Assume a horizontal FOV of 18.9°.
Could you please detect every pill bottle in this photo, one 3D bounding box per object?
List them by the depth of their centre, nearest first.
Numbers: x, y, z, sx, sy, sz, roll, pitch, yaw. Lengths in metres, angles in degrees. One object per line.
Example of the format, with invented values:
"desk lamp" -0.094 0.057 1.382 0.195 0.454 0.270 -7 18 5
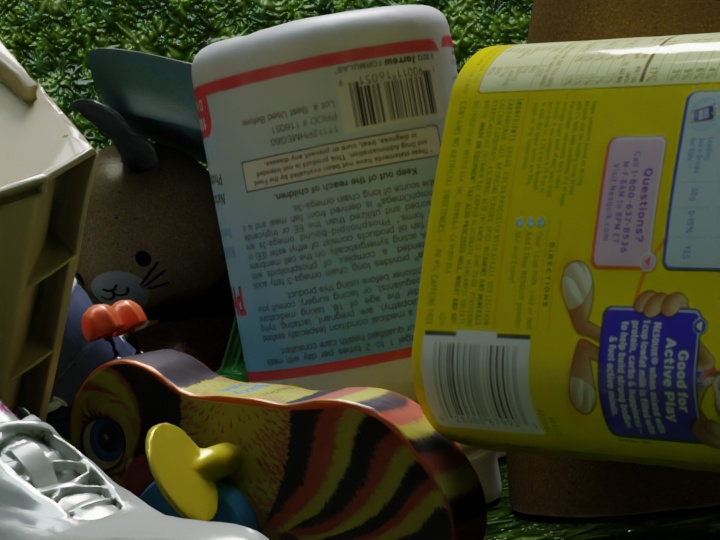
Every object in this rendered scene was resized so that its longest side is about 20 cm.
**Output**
"pill bottle" 0.000 0.000 0.882 0.108 0.202 0.109 -10 1 0

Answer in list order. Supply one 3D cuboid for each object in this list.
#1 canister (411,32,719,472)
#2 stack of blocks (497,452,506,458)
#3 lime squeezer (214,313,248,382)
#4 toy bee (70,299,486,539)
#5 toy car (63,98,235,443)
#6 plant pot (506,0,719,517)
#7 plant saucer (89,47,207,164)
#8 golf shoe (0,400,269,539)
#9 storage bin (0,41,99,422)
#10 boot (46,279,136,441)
"canister" 0.119 -0.006 0.687 0.199 0.150 0.086 2 -11 41
"stack of blocks" 0.052 0.031 1.048 0.058 0.116 0.199 -9 1 44
"lime squeezer" -0.070 0.067 0.972 0.037 0.071 0.201 -4 43 23
"toy bee" -0.060 0.062 0.753 0.198 0.110 0.131 -10 2 2
"toy car" -0.109 0.001 1.073 0.163 0.200 0.159 -16 37 32
"plant pot" 0.132 -0.023 0.834 0.184 0.202 0.186 -10 2 0
"plant saucer" -0.042 -0.061 1.058 0.198 0.028 0.200 18 -4 1
"golf shoe" -0.101 0.081 0.627 0.199 0.093 0.072 -8 1 41
"storage bin" -0.201 0.031 0.719 0.197 0.094 0.201 -21 -35 -36
"boot" -0.140 0.051 0.982 0.073 0.090 0.200 -49 8 -12
